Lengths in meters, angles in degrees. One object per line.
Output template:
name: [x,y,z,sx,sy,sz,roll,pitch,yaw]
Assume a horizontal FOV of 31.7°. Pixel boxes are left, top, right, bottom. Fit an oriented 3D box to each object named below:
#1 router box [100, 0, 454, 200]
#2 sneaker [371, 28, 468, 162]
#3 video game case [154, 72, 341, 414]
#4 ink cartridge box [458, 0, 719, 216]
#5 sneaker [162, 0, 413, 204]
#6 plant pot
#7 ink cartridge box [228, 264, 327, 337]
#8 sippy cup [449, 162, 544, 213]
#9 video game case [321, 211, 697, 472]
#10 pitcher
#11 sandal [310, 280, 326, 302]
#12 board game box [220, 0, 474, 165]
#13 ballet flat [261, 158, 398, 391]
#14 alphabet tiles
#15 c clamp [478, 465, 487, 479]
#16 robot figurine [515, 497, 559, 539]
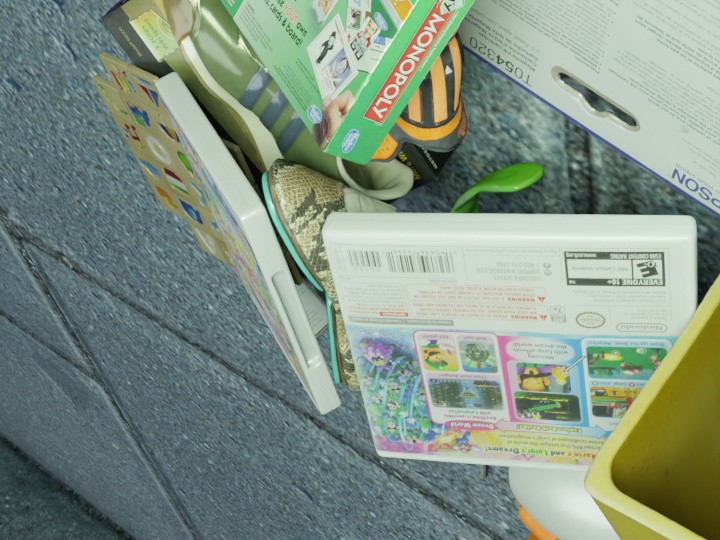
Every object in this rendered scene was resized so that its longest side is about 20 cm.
router box: [-0.052,-0.126,0.838,0.157,0.052,0.200,-20,116,40]
sneaker: [0.001,-0.127,0.697,0.201,0.077,0.113,-115,13,-50]
video game case: [-0.070,-0.014,0.815,0.144,0.018,0.201,56,169,40]
ink cartridge box: [0.132,-0.135,0.593,0.196,0.043,0.200,37,159,17]
sneaker: [-0.033,-0.110,0.756,0.089,0.067,0.201,-5,132,31]
plant pot: [0.260,0.124,0.669,0.193,0.196,0.200,27,158,33]
ink cartridge box: [-0.115,-0.035,1.100,0.200,0.043,0.196,48,177,-14]
sippy cup: [0.131,0.028,0.794,0.177,0.141,0.130,31,155,-33]
video game case: [0.089,0.044,0.719,0.198,0.024,0.183,1,131,18]
pitcher: [0.218,0.159,0.900,0.199,0.122,0.172,14,160,30]
sandal: [0.047,0.010,0.889,0.199,0.076,0.048,20,-158,-19]
board game box: [-0.013,-0.163,0.608,0.029,0.135,0.200,15,-150,-40]
ballet flat: [0.000,0.000,0.775,0.075,0.068,0.201,-12,137,6]
alphabet tiles: [-0.117,-0.065,0.908,0.166,0.006,0.201,28,153,39]
c clamp: [0.044,0.111,1.185,0.199,0.027,0.171,36,156,15]
robot figurine: [0.213,0.233,1.014,0.200,0.117,0.144,46,151,-4]
